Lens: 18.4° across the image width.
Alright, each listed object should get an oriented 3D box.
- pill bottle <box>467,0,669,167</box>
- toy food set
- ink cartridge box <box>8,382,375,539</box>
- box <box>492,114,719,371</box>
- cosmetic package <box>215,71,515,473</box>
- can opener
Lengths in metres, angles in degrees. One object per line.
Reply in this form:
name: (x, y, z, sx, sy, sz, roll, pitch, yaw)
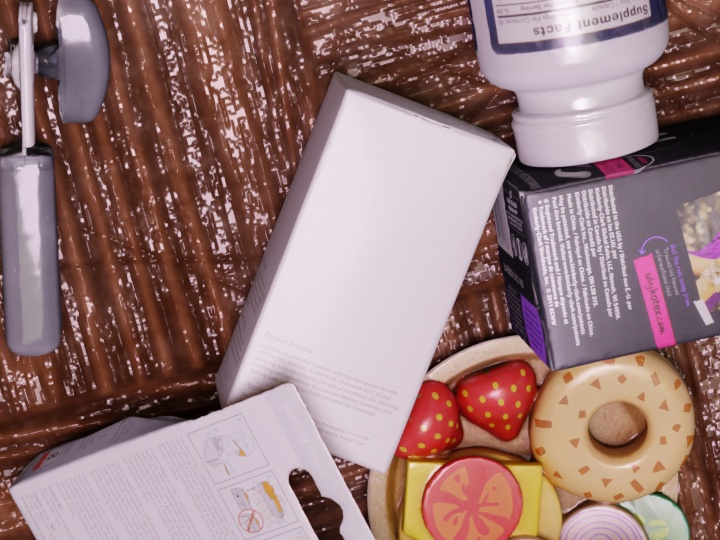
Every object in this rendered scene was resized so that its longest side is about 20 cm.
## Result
pill bottle: (0.113, -0.166, 1.246, 0.110, 0.111, 0.202, -12, 103, -5)
toy food set: (0.103, 0.137, 1.339, 0.198, 0.049, 0.200, 1, 102, -8)
ink cartridge box: (-0.082, 0.152, 1.280, 0.199, 0.050, 0.163, -22, 104, 22)
box: (0.183, -0.024, 1.278, 0.198, 0.122, 0.107, -11, 102, -5)
cosmetic package: (0.000, 0.000, 1.279, 0.107, 0.085, 0.201, 21, 98, -11)
can opener: (-0.172, -0.054, 1.262, 0.066, 0.053, 0.202, -2, 103, -6)
